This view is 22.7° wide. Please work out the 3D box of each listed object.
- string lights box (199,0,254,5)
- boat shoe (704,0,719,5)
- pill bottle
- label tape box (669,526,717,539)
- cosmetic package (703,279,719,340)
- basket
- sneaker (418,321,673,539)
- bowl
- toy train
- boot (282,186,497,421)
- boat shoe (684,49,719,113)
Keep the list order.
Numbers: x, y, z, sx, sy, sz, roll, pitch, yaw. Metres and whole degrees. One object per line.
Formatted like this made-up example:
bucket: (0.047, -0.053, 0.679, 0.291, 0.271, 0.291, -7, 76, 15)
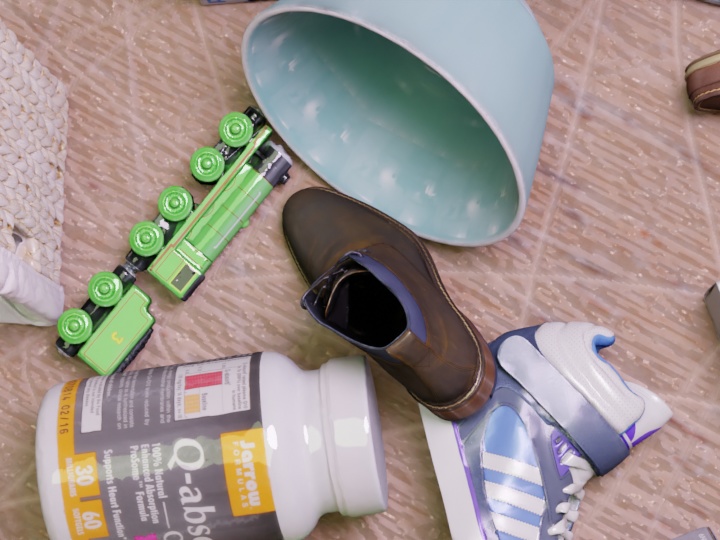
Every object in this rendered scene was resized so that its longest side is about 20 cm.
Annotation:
string lights box: (-0.013, -0.217, 1.126, 0.197, 0.103, 0.060, -4, 80, 5)
boat shoe: (0.205, -0.212, 1.123, 0.198, 0.072, 0.063, 13, 77, 8)
pill bottle: (-0.087, 0.112, 1.079, 0.197, 0.116, 0.118, -9, 81, 4)
label tape box: (0.130, 0.249, 1.023, 0.198, 0.063, 0.145, -21, 122, -1)
cosmetic package: (0.319, 0.025, 1.076, 0.198, 0.073, 0.105, -20, 81, 1)
basket: (-0.287, -0.059, 1.082, 0.197, 0.198, 0.163, 3, 80, 6)
sneaker: (0.125, 0.130, 1.074, 0.145, 0.081, 0.202, -18, 75, 7)
bowl: (0.038, -0.119, 1.078, 0.200, 0.201, 0.105, 33, 67, 9)
toy train: (-0.117, -0.016, 1.140, 0.056, 0.042, 0.200, 40, 87, 0)
boot: (0.000, 0.000, 1.068, 0.075, 0.097, 0.200, -47, 55, 4)
boat shoe: (0.299, -0.104, 1.097, 0.197, 0.072, 0.068, 1, 80, 3)
